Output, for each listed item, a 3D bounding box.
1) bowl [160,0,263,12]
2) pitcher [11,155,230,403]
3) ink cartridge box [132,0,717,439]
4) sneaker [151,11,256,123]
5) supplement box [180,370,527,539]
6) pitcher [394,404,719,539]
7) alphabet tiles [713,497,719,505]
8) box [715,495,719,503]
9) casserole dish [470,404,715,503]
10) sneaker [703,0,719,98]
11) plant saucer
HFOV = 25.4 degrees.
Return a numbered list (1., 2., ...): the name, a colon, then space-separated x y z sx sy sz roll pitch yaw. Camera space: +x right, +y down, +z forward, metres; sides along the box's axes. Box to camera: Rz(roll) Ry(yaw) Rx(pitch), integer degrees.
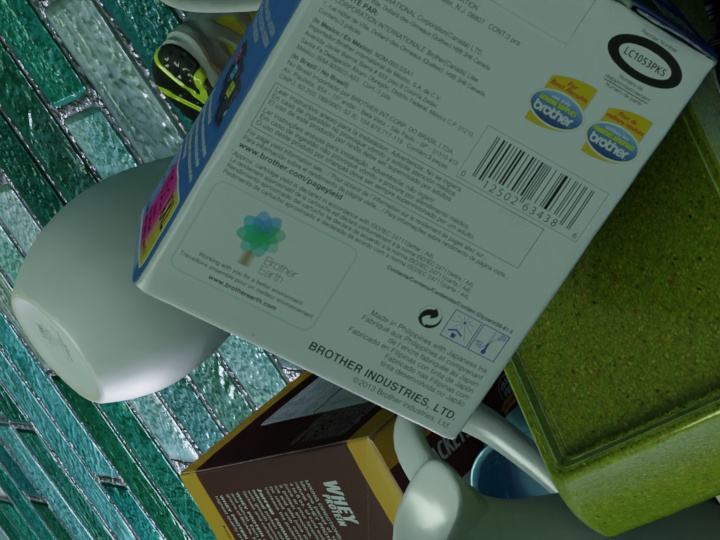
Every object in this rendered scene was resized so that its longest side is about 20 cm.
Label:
1. bowl: -0.056 -0.206 0.626 0.199 0.075 0.201 4 130 53
2. pitcher: -0.099 0.003 0.964 0.121 0.200 0.172 25 147 43
3. ink cartridge box: 0.027 -0.059 0.556 0.136 0.201 0.076 27 -159 -18
4. sneaker: -0.023 -0.078 0.885 0.075 0.077 0.200 12 154 51
5. supplement box: 0.033 0.159 0.973 0.199 0.133 0.198 -19 105 51
6. pitcher: 0.109 0.141 0.782 0.198 0.172 0.122 16 132 -15
7. alphabet tiles: 0.241 0.163 0.836 0.196 0.015 0.200 56 154 -12
8. box: 0.230 0.115 0.692 0.095 0.078 0.201 -15 112 48
9. casserole dish: 0.142 0.150 0.865 0.120 0.039 0.201 -25 99 19
10. sneaker: 0.152 -0.099 0.545 0.200 0.082 0.078 52 155 -2
11. plant saucer: 0.111 -0.004 0.644 0.200 0.048 0.201 -33 76 45
